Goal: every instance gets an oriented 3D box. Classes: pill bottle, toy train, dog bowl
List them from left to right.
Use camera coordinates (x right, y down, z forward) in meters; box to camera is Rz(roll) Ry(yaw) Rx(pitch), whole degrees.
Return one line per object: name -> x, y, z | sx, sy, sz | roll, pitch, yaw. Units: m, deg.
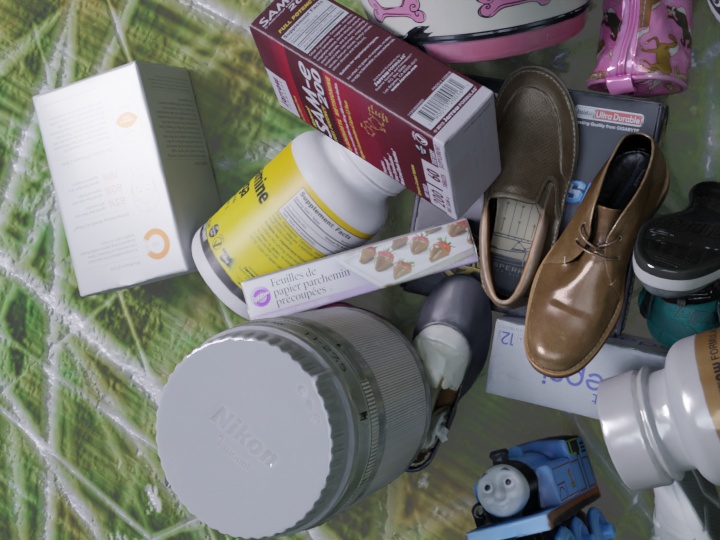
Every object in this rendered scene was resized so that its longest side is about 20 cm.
pill bottle -> -0.049, -0.053, 0.942 | 0.200, 0.112, 0.112 | -40, 81, 20
dog bowl -> 0.094, -0.221, 0.831 | 0.200, 0.200, 0.074 | 1, 116, 21
toy train -> 0.146, 0.199, 0.854 | 0.087, 0.200, 0.114 | -22, 77, 23
pill bottle -> 0.283, 0.095, 0.759 | 0.200, 0.114, 0.114 | -21, 89, 25

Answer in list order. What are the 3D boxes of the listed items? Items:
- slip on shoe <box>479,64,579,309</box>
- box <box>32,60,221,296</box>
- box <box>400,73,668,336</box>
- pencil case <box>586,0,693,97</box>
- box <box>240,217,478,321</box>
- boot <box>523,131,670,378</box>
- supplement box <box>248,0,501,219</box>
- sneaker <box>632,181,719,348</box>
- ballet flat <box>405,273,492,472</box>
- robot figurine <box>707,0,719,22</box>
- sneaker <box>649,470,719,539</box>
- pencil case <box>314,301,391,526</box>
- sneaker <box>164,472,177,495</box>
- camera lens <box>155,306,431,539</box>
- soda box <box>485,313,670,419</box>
slip on shoe -> 0.131, -0.067, 0.847 | 0.076, 0.061, 0.200 | 13, 101, 19
box -> -0.219, -0.087, 1.012 | 0.124, 0.097, 0.200 | -13, 91, 22
box -> 0.148, -0.061, 0.900 | 0.200, 0.050, 0.199 | 13, 102, 19
pencil case -> 0.226, -0.234, 0.818 | 0.086, 0.083, 0.200 | 3, 93, -18
box -> 0.000, 0.000, 0.885 | 0.200, 0.041, 0.039 | -16, 92, 2
boot -> 0.176, -0.015, 0.793 | 0.074, 0.075, 0.200 | 23, 82, 21
supplement box -> 0.012, -0.135, 0.816 | 0.200, 0.109, 0.061 | 36, 74, 26
sneaker -> 0.250, 0.013, 0.798 | 0.084, 0.200, 0.121 | 19, 118, 28
ballet flat -> 0.065, 0.099, 0.912 | 0.073, 0.073, 0.200 | 27, 121, 16
robot figurine -> 0.330, -0.262, 0.762 | 0.125, 0.150, 0.200 | 17, 102, 5
sneaker -> 0.268, 0.231, 0.863 | 0.080, 0.070, 0.200 | -19, 102, 31
pencil case -> -0.038, 0.131, 0.970 | 0.091, 0.094, 0.200 | 24, 104, 16
sneaker -> -0.144, 0.166, 0.962 | 0.077, 0.202, 0.146 | 19, 104, 2
camera lens -> -0.044, 0.113, 0.814 | 0.160, 0.200, 0.160 | 1, 93, 23
soda box -> 0.212, 0.089, 0.883 | 0.200, 0.063, 0.068 | 11, 100, 20
